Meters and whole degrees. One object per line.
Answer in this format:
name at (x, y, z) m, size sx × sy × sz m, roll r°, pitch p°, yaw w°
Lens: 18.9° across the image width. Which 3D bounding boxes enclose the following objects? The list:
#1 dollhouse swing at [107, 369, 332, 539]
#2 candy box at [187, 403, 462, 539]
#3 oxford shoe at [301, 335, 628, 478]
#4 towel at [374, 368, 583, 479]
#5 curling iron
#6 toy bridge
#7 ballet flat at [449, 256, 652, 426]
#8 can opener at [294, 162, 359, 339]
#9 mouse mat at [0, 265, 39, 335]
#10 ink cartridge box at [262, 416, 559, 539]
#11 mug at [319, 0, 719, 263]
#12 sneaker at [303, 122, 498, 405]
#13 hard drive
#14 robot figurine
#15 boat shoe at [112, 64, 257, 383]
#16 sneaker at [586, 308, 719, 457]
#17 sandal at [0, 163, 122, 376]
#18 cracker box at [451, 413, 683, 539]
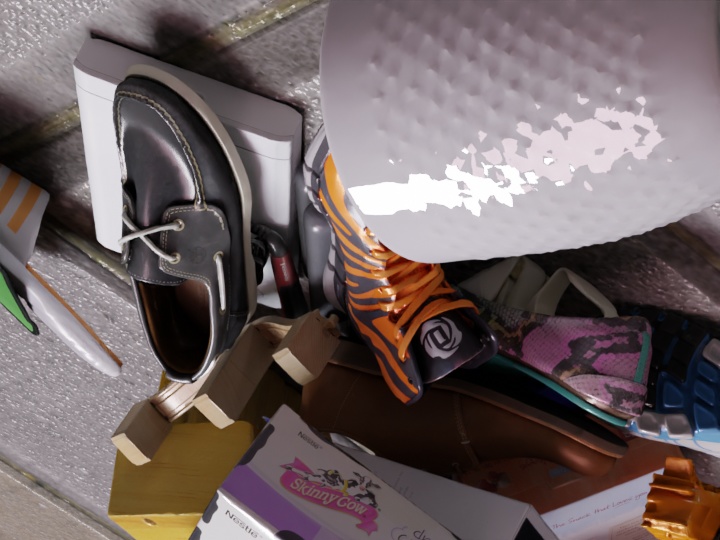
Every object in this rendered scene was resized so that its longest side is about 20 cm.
dollhouse swing at (-0.036, 0.132, 1.400) m, size 0.181 × 0.177 × 0.200 m, roll -8°, pitch 140°, yaw 43°
candy box at (-0.022, 0.191, 1.205) m, size 0.167 × 0.072 × 0.200 m, roll 36°, pitch 143°, yaw 5°
oxford shoe at (0.057, 0.092, 1.243) m, size 0.198 × 0.072 × 0.071 m, roll 14°, pitch 180°, yaw 24°
towel at (0.074, 0.112, 1.366) m, size 0.146 × 0.050 × 0.200 m, roll -5°, pitch 149°, yaw 14°
curling iron at (-0.046, 0.031, 1.327) m, size 0.049 × 0.026 × 0.201 m, roll 9°, pitch 150°, yaw 23°
toy bridge at (-0.072, 0.060, 1.274) m, size 0.027 × 0.067 × 0.199 m, roll 45°, pitch 139°, yaw -15°
ballet flat at (0.096, 0.031, 1.202) m, size 0.069 × 0.072 × 0.199 m, roll 26°, pitch 175°, yaw -34°
can opener at (0.000, 0.000, 1.283) m, size 0.066 × 0.054 × 0.201 m, roll -11°, pitch 151°, yaw -4°
mouse mat at (-0.269, -0.031, 1.371) m, size 0.161 × 0.008 × 0.200 m, roll 43°, pitch 170°, yaw 7°
ink cartridge box at (0.030, 0.145, 1.239) m, size 0.199 × 0.039 × 0.100 m, roll 15°, pitch 157°, yaw 39°
mug at (0.086, -0.107, 0.918) m, size 0.174 × 0.148 × 0.202 m, roll -6°, pitch 111°, yaw 36°
sneaker at (0.030, -0.005, 1.140) m, size 0.112 × 0.077 × 0.201 m, roll 55°, pitch 167°, yaw 31°
hard drive at (-0.099, -0.052, 1.275) m, size 0.131 × 0.027 × 0.200 m, roll 20°, pitch 153°, yaw 8°
robot figurine at (0.256, 0.161, 1.292) m, size 0.144 × 0.059 × 0.200 m, roll 9°, pitch 171°, yaw 35°
boat shoe at (-0.102, -0.023, 1.203) m, size 0.071 × 0.068 × 0.201 m, roll 16°, pitch 137°, yaw 25°
sneaker at (0.209, 0.082, 1.224) m, size 0.198 × 0.076 × 0.087 m, roll 14°, pitch 158°, yaw 19°
sandal at (-0.214, -0.020, 1.387) m, size 0.207 × 0.059 × 0.079 m, roll 47°, pitch 169°, yaw -15°
cracker box at (0.130, 0.169, 1.369) m, size 0.133 × 0.058 × 0.201 m, roll -19°, pitch 147°, yaw -9°
